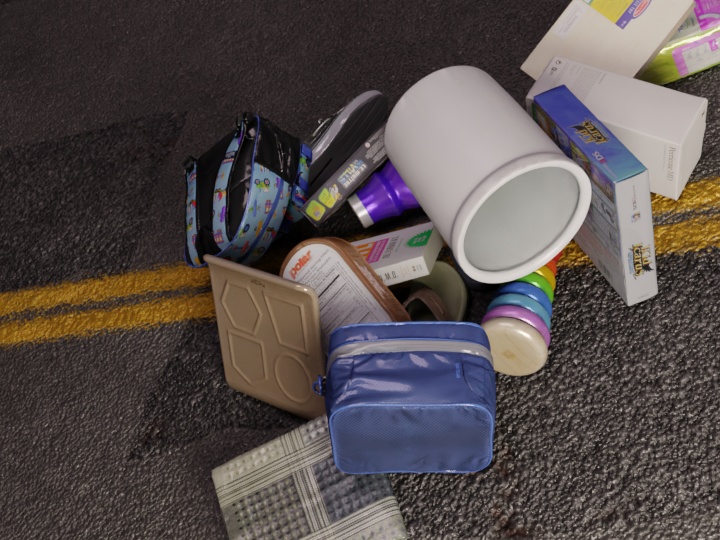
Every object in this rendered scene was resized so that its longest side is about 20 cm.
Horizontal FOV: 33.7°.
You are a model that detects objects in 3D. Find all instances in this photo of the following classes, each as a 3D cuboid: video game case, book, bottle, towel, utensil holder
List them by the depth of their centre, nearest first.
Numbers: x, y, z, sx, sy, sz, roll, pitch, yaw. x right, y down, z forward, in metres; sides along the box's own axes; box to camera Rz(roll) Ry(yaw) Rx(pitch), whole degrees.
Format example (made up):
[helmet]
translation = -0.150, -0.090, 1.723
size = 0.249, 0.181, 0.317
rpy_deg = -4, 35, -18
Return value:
[towel]
translation = -0.060, 0.262, 1.330
size = 0.199, 0.035, 0.193
rpy_deg = -26, 52, 4
[utensil holder]
translation = 0.139, -0.114, 1.356
size = 0.170, 0.170, 0.200
rpy_deg = -32, 50, 0
[video game case]
translation = 0.270, -0.089, 1.365
size = 0.045, 0.182, 0.200
rpy_deg = -23, 41, -5
[book]
translation = 0.000, 0.000, 1.504
size = 0.199, 0.048, 0.134
rpy_deg = -16, 15, 16
[bottle]
translation = 0.078, -0.129, 1.600
size = 0.200, 0.084, 0.065
rpy_deg = -33, 1, 0

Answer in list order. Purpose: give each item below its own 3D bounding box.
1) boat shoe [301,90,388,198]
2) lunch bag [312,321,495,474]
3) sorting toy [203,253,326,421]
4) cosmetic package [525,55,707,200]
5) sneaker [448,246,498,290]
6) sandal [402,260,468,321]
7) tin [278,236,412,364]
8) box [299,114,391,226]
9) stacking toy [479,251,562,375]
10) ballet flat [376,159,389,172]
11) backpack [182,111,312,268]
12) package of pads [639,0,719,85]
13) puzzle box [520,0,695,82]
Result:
[boat shoe]
translation = -0.044, -0.195, 1.746
size = 0.200, 0.072, 0.071
rpy_deg = -47, 47, -14
[lunch bag]
translation = 0.046, 0.132, 1.292
size = 0.199, 0.136, 0.133
rpy_deg = 0, 48, 2
[sorting toy]
translation = -0.105, 0.081, 1.425
size = 0.185, 0.201, 0.036
rpy_deg = 16, 36, 41
[cosmetic package]
translation = 0.310, -0.176, 1.449
size = 0.199, 0.108, 0.085
rpy_deg = 22, 61, 26
[sneaker]
translation = 0.134, -0.074, 1.487
size = 0.070, 0.082, 0.201
rpy_deg = -15, 59, 6
[sandal]
translation = 0.080, 0.064, 1.427
size = 0.080, 0.057, 0.201
rpy_deg = -8, 46, 25
[tin]
translation = -0.018, 0.047, 1.402
size = 0.112, 0.042, 0.200
rpy_deg = -45, 70, 16
[box]
translation = 0.010, -0.149, 1.599
size = 0.200, 0.035, 0.110
rpy_deg = -44, 1, 26
[stacking toy]
translation = 0.197, 0.025, 1.390
size = 0.085, 0.086, 0.200
rpy_deg = -3, 42, 29
[ballet flat]
translation = 0.097, -0.189, 1.659
size = 0.200, 0.073, 0.073
rpy_deg = -31, 41, -3
[backpack]
translation = -0.161, -0.088, 1.642
size = 0.182, 0.134, 0.201
rpy_deg = -30, 46, 41
[package of pads]
translation = 0.404, -0.318, 1.597
size = 0.199, 0.068, 0.155
rpy_deg = -19, 42, 19
[puzzle box]
translation = 0.320, -0.302, 1.545
size = 0.133, 0.025, 0.200
rpy_deg = 42, 99, 22
